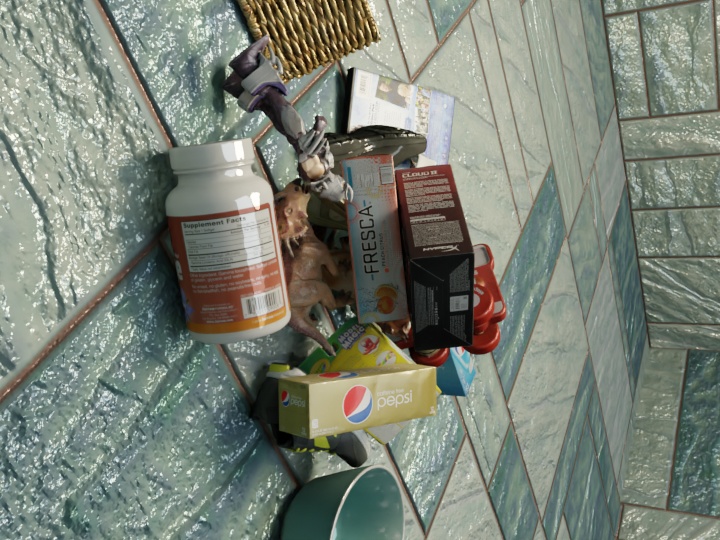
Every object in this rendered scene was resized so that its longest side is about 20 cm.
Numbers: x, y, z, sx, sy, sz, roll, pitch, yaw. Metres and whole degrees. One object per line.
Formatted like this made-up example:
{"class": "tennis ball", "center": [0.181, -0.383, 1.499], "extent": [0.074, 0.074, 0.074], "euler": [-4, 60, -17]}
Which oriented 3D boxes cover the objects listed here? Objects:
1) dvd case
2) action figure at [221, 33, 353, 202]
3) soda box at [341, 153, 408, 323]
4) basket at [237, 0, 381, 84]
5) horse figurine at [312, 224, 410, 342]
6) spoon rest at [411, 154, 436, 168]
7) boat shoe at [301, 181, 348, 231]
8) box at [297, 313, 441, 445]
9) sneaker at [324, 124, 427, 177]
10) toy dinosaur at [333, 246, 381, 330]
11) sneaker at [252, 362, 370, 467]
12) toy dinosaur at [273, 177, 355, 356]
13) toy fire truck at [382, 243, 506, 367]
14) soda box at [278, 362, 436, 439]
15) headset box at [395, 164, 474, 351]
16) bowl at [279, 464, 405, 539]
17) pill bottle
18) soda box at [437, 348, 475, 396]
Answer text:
{"class": "dvd case", "center": [0.058, -0.214, 1.121], "extent": [0.200, 0.018, 0.143], "euler": [6, 91, -35]}
{"class": "action figure", "center": [-0.071, -0.157, 0.831], "extent": [0.069, 0.130, 0.200], "euler": [-38, 95, -9]}
{"class": "soda box", "center": [0.017, -0.040, 0.906], "extent": [0.068, 0.063, 0.200], "euler": [-91, 176, -84]}
{"class": "basket", "center": [-0.082, -0.364, 0.926], "extent": [0.143, 0.149, 0.200], "euler": [-107, 171, -51]}
{"class": "horse figurine", "center": [0.000, 0.000, 1.001], "extent": [0.200, 0.050, 0.133], "euler": [38, 48, -5]}
{"class": "spoon rest", "center": [0.063, -0.083, 1.079], "extent": [0.061, 0.099, 0.200], "euler": [135, -23, -76]}
{"class": "boat shoe", "center": [0.011, -0.085, 0.985], "extent": [0.200, 0.063, 0.073], "euler": [14, 62, -31]}
{"class": "box", "center": [0.008, 0.144, 1.007], "extent": [0.117, 0.048, 0.200], "euler": [-43, 126, 3]}
{"class": "sneaker", "center": [0.009, -0.155, 1.046], "extent": [0.200, 0.076, 0.091], "euler": [-14, 116, -30]}
{"class": "toy dinosaur", "center": [0.014, 0.046, 1.079], "extent": [0.200, 0.047, 0.088], "euler": [56, 38, -9]}
{"class": "sneaker", "center": [-0.067, 0.201, 0.943], "extent": [0.200, 0.074, 0.085], "euler": [49, 62, -28]}
{"class": "toy dinosaur", "center": [-0.079, 0.004, 0.889], "extent": [0.136, 0.086, 0.200], "euler": [20, 62, -57]}
{"class": "toy fire truck", "center": [0.128, 0.049, 1.174], "extent": [0.112, 0.200, 0.168], "euler": [66, 10, -51]}
{"class": "soda box", "center": [0.001, 0.155, 0.905], "extent": [0.200, 0.068, 0.064], "euler": [-2, 91, -38]}
{"class": "headset box", "center": [0.089, -0.025, 0.916], "extent": [0.200, 0.077, 0.149], "euler": [-96, 180, -49]}
{"class": "bowl", "center": [-0.031, 0.349, 0.968], "extent": [0.201, 0.105, 0.201], "euler": [2, 88, -59]}
{"class": "pill bottle", "center": [-0.141, -0.033, 0.774], "extent": [0.112, 0.112, 0.200], "euler": [-26, 112, -57]}
{"class": "soda box", "center": [0.142, 0.129, 1.303], "extent": [0.064, 0.068, 0.200], "euler": [-58, 137, -42]}
